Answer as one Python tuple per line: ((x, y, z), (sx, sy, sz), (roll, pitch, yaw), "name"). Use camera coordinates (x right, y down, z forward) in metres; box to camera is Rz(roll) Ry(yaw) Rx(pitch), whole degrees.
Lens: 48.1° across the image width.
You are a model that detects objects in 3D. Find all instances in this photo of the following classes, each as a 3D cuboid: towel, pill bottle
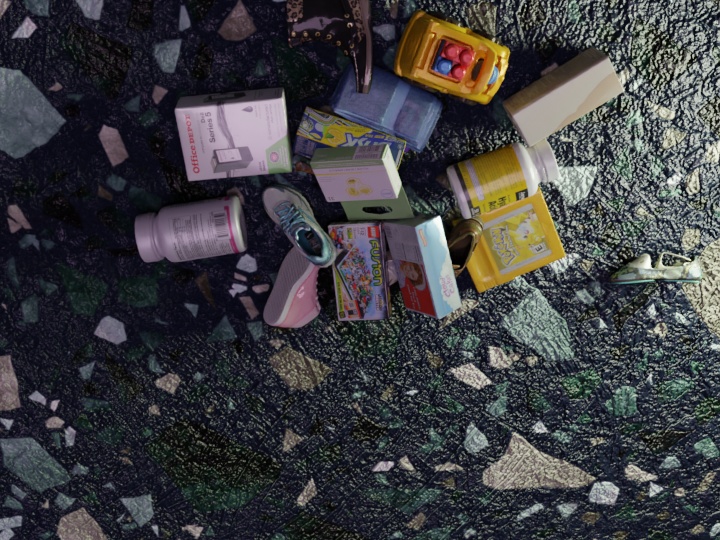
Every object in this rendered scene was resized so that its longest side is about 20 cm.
((0.050, -0.311, 1.517), (0.200, 0.049, 0.112), (23, 102, -14), "towel")
((-0.330, -0.078, 1.580), (0.200, 0.113, 0.113), (-8, 117, 1), "pill bottle")
((0.277, -0.183, 1.571), (0.200, 0.111, 0.111), (-20, 117, 6), "pill bottle")

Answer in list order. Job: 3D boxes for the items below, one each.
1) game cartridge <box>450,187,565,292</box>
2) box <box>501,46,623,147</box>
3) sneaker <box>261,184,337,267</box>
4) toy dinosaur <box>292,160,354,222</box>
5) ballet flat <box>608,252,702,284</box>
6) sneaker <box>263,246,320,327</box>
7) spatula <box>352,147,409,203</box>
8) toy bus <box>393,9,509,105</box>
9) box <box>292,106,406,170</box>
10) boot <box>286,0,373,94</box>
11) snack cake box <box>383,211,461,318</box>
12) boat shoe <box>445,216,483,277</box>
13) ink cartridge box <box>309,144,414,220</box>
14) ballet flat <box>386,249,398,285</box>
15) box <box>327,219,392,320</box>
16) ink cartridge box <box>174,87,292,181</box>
((0.306, -0.062, 1.679), (0.200, 0.032, 0.176), (-25, 116, 8), "game cartridge")
((0.377, -0.327, 1.516), (0.200, 0.095, 0.078), (-30, 116, 13), "box")
((-0.120, -0.093, 1.575), (0.078, 0.086, 0.200), (-43, 86, 5), "sneaker")
((-0.045, -0.176, 1.594), (0.106, 0.060, 0.200), (-33, 127, 28), "toy dinosaur")
((0.627, -0.006, 1.721), (0.200, 0.074, 0.074), (-1, 117, -5), "ballet flat")
((-0.118, 0.031, 1.681), (0.105, 0.075, 0.200), (22, 96, -48), "sneaker")
((0.046, -0.212, 1.579), (0.057, 0.021, 0.200), (37, 93, -19), "spatula")
((0.178, -0.367, 1.421), (0.200, 0.192, 0.136), (17, 106, -14), "toy bus")
((-0.021, -0.233, 1.516), (0.200, 0.070, 0.064), (19, 153, -4), "box")
((-0.053, -0.412, 1.436), (0.150, 0.073, 0.200), (-3, 98, 0), "boot")
((0.124, -0.013, 1.621), (0.067, 0.115, 0.200), (-26, 112, -28), "snack cake box")
((0.183, -0.025, 1.648), (0.072, 0.068, 0.200), (24, 128, -1), "boat shoe")
((0.007, -0.149, 1.517), (0.145, 0.048, 0.200), (0, 140, 22), "ink cartridge box")
((0.034, 0.027, 1.688), (0.200, 0.062, 0.067), (-41, 113, 15), "ballet flat")
((0.000, 0.000, 1.634), (0.110, 0.035, 0.200), (-3, 103, 13), "box")
((-0.234, -0.255, 1.513), (0.200, 0.084, 0.146), (-6, 117, -1), "ink cartridge box")
